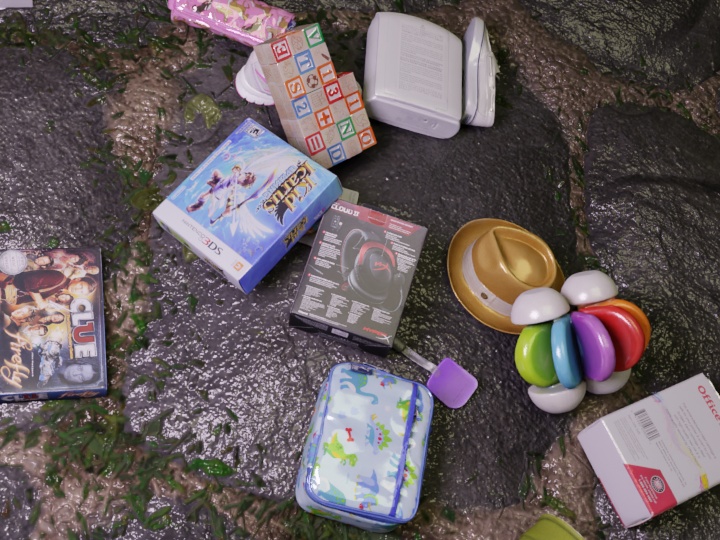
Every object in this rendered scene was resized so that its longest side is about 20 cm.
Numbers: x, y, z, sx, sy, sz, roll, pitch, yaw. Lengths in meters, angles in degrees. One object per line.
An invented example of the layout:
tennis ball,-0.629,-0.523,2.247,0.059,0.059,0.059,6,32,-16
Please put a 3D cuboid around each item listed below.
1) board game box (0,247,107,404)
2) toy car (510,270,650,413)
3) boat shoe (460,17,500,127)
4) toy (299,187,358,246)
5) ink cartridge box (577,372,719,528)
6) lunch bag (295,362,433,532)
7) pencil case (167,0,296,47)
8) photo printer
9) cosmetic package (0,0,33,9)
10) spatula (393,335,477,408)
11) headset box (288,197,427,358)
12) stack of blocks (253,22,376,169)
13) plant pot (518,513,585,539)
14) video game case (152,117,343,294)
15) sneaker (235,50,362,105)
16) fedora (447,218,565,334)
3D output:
board game box,-0.399,0.067,1.241,0.134,0.035,0.202,-2,64,-18
toy car,0.315,0.102,1.342,0.199,0.150,0.177,-17,99,-23
boat shoe,0.201,-0.329,1.604,0.065,0.072,0.202,13,61,-15
toy,-0.101,-0.106,1.411,0.198,0.047,0.116,16,61,-7
ink cartridge box,0.430,0.253,1.359,0.199,0.086,0.148,-16,68,-25
lunch bag,0.011,0.228,1.253,0.160,0.083,0.201,19,61,-9
pencil case,-0.201,-0.398,1.516,0.199,0.087,0.083,21,90,-4
photo printer,0.085,-0.325,1.562,0.165,0.069,0.202,13,60,-17
cosmetic package,-0.531,-0.476,1.391,0.106,0.200,0.091,-5,66,-21
spatula,0.073,0.119,1.359,0.199,0.021,0.057,36,75,9
headset box,0.000,0.000,1.342,0.147,0.075,0.201,18,71,-1
stack of blocks,-0.066,-0.259,1.432,0.115,0.058,0.201,-30,112,-25
plant pot,0.201,0.430,1.153,0.192,0.201,0.201,-29,74,-14
video game case,-0.155,-0.094,1.330,0.181,0.046,0.200,35,74,26
sneaker,-0.089,-0.293,1.488,0.198,0.088,0.082,7,61,-14
fedora,0.228,-0.006,1.435,0.199,0.082,0.202,7,61,-13
